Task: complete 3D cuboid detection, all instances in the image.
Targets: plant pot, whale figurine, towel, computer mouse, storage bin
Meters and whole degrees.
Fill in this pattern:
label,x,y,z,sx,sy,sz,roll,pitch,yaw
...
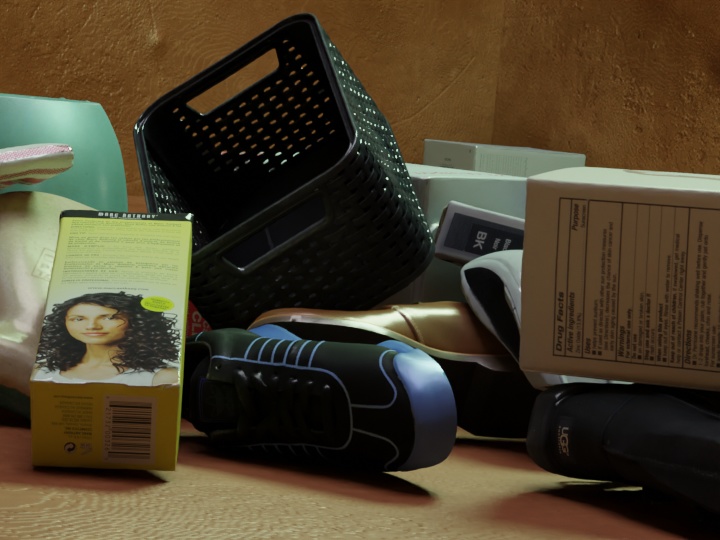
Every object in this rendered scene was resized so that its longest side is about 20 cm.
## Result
label,x,y,z,sx,sy,sz,roll,pitch,yaw
plant pot,-0.295,-0.072,2.246,0.200,0.162,0.201,4,4,0
whale figurine,-0.181,0.037,1.446,0.159,0.104,0.200,22,26,-6
towel,-0.267,-0.041,1.508,0.146,0.030,0.200,-13,1,-29
computer mouse,0.118,0.041,1.421,0.109,0.044,0.200,3,35,-33
storage bin,-0.048,-0.049,1.531,0.135,0.094,0.200,-32,30,8

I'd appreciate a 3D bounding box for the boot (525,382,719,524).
label,x,y,z,sx,sy,sz,roll,pitch,yaw
boot,0.202,0.089,1.257,0.164,0.066,0.200,-7,7,-31

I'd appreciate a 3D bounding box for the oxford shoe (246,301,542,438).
label,x,y,z,sx,sy,sz,roll,pitch,yaw
oxford shoe,0.024,0.047,1.459,0.199,0.071,0.071,10,39,-20

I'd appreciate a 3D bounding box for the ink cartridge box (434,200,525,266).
label,x,y,z,sx,sy,sz,roll,pitch,yaw
ink cartridge box,0.178,0.011,1.604,0.200,0.044,0.198,14,-2,34

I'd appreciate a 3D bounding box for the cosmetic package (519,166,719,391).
label,x,y,z,sx,sy,sz,roll,pitch,yaw
cosmetic package,0.187,0.005,1.291,0.199,0.104,0.087,7,9,25

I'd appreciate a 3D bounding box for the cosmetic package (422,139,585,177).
label,x,y,z,sx,sy,sz,roll,pitch,yaw
cosmetic package,0.227,-0.141,4.164,0.199,0.123,0.199,2,5,-23

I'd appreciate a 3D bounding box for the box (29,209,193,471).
label,x,y,z,sx,sy,sz,roll,pitch,yaw
box,-0.123,0.031,1.303,0.075,0.050,0.200,2,24,-4

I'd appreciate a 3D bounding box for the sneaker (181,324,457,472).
label,x,y,z,sx,sy,sz,roll,pitch,yaw
sneaker,-0.034,0.068,1.314,0.078,0.070,0.200,-11,10,-34

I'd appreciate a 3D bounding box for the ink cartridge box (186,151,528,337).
label,x,y,z,sx,sy,sz,roll,pitch,yaw
ink cartridge box,0.000,0.000,1.697,0.199,0.145,0.145,7,5,37
